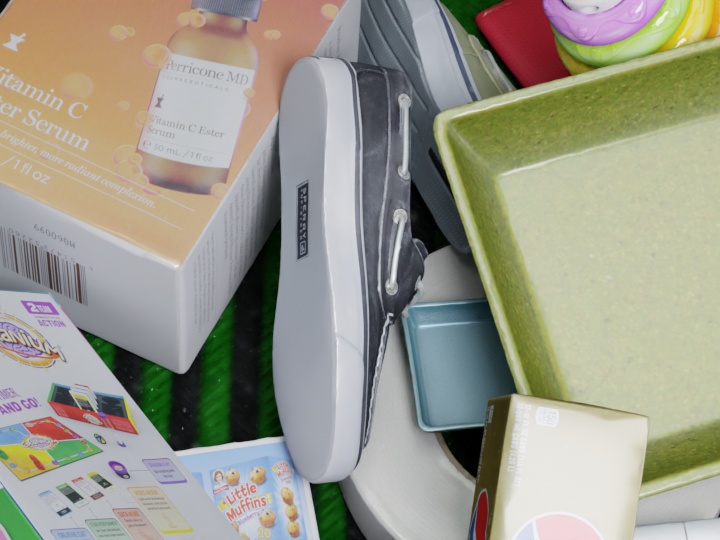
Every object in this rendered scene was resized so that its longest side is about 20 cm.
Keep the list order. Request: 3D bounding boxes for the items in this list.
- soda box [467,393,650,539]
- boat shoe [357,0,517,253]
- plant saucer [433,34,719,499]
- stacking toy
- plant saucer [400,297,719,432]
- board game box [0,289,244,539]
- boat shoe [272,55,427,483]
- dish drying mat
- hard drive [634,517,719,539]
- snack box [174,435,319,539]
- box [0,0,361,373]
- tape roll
[{"bbox_3d":[0.075,0.157,1.073,0.064,0.068,0.202,9,84,-5],"label":"soda box"},{"bbox_3d":[0.051,-0.080,1.283,0.062,0.072,0.201,2,44,-27],"label":"boat shoe"},{"bbox_3d":[0.152,0.000,1.173,0.199,0.048,0.201,-15,77,-9],"label":"plant saucer"},{"bbox_3d":[0.126,-0.134,1.213,0.109,0.200,0.117,-28,58,19],"label":"stacking toy"},{"bbox_3d":[0.121,0.042,1.202,0.198,0.019,0.070,-5,59,-6],"label":"plant saucer"},{"bbox_3d":[-0.137,0.089,1.100,0.040,0.153,0.200,-48,66,18],"label":"board game box"},{"bbox_3d":[0.000,0.000,1.178,0.067,0.072,0.202,4,78,-26],"label":"boat shoe"},{"bbox_3d":[0.144,-0.076,1.319,0.076,0.018,0.200,-27,63,-17],"label":"dish drying mat"},{"bbox_3d":[0.074,0.187,1.123,0.198,0.027,0.133,-5,80,-6],"label":"hard drive"},{"bbox_3d":[-0.120,0.126,1.174,0.198,0.024,0.072,-7,60,-8],"label":"snack box"},{"bbox_3d":[-0.108,-0.078,1.252,0.151,0.107,0.201,23,60,11],"label":"box"},{"bbox_3d":[0.085,0.074,1.212,0.201,0.037,0.204,1,59,-2],"label":"tape roll"}]
